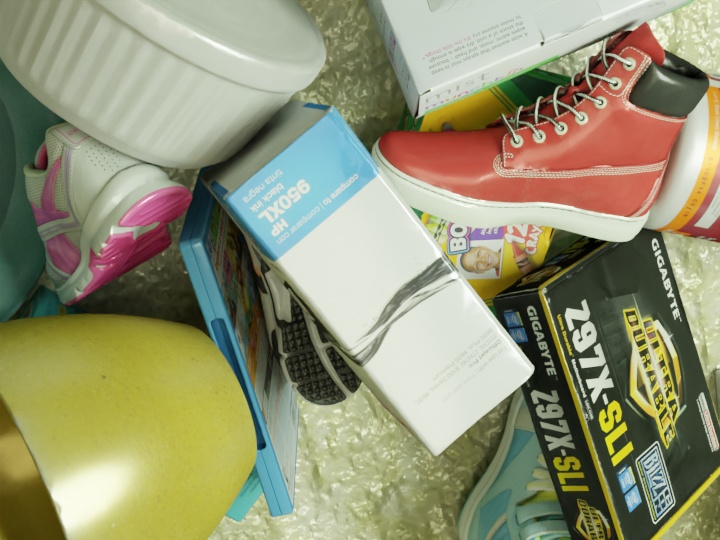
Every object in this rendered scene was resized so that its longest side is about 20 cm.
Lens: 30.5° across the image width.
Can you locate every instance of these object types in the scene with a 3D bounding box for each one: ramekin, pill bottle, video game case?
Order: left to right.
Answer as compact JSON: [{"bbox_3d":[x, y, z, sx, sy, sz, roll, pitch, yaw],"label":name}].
[{"bbox_3d":[-0.128,-0.146,0.785,0.202,0.203,0.094,29,114,-19],"label":"ramekin"},{"bbox_3d":[-0.077,0.044,0.888,0.018,0.143,0.201,-14,113,5],"label":"video game case"},{"bbox_3d":[0.290,-0.069,0.925,0.199,0.113,0.114,10,109,-13],"label":"pill bottle"}]

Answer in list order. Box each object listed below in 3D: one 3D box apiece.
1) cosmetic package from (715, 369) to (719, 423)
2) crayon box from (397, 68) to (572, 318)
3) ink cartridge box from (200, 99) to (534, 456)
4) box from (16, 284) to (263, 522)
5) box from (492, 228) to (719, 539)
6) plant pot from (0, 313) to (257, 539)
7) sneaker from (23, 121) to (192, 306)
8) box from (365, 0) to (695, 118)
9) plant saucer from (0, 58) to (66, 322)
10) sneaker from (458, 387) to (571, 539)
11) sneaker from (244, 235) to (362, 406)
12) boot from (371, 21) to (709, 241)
[{"bbox_3d":[0.339,0.177,1.029,0.081,0.113,0.201,-11,114,-5],"label":"cosmetic package"},{"bbox_3d":[0.076,-0.050,0.925,0.118,0.058,0.201,13,108,-14],"label":"crayon box"},{"bbox_3d":[0.000,0.000,0.807,0.084,0.145,0.200,-40,104,-4],"label":"ink cartridge box"},{"bbox_3d":[-0.154,0.093,0.926,0.199,0.082,0.049,34,101,-20],"label":"box"},{"bbox_3d":[0.181,0.079,0.927,0.159,0.049,0.201,-28,102,-43],"label":"box"},{"bbox_3d":[-0.148,0.106,0.803,0.141,0.200,0.201,-24,115,-27],"label":"plant pot"},{"bbox_3d":[-0.168,-0.044,0.835,0.081,0.200,0.088,-33,86,-28],"label":"sneaker"},{"bbox_3d":[0.093,-0.216,0.811,0.199,0.097,0.178,-23,88,-1],"label":"box"},{"bbox_3d":[-0.252,-0.047,0.819,0.036,0.200,0.201,16,111,20],"label":"plant saucer"},{"bbox_3d":[0.148,0.156,0.968,0.079,0.131,0.201,18,104,-16],"label":"sneaker"},{"bbox_3d":[-0.049,-0.008,0.916,0.073,0.080,0.202,-9,94,-15],"label":"sneaker"},{"bbox_3d":[0.113,-0.098,0.823,0.199,0.073,0.145,5,129,-19],"label":"boot"}]
